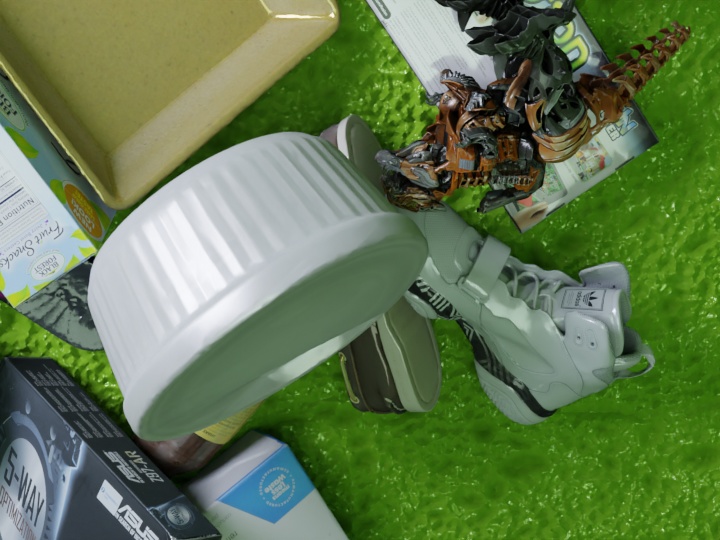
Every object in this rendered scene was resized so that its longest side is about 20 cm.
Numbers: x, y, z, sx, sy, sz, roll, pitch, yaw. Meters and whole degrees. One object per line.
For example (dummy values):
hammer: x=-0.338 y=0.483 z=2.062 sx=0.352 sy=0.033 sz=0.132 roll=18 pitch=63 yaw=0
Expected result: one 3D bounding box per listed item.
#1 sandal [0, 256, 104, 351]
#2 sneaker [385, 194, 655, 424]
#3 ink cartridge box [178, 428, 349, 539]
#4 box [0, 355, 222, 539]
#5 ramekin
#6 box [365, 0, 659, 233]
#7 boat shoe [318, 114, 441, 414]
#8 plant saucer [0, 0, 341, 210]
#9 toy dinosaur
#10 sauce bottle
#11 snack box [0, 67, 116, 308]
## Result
sandal: x=-0.240 y=-0.010 z=0.938 sx=0.199 sy=0.048 sz=0.076 roll=27 pitch=106 yaw=-12
sneaker: x=0.104 y=0.010 z=0.925 sx=0.114 sy=0.075 sz=0.200 roll=-21 pitch=117 yaw=36
ink cartridge box: x=-0.054 y=0.227 z=0.995 sx=0.116 sy=0.068 sz=0.201 roll=-38 pitch=109 yaw=-18
box: x=-0.196 y=0.178 z=0.941 sx=0.200 sy=0.043 sz=0.161 roll=39 pitch=110 yaw=32
ramekin: x=-0.066 y=0.005 z=0.829 sx=0.202 sy=0.202 sz=0.095 roll=-37 pitch=75 yaw=10
box: x=0.094 y=-0.135 z=0.917 sx=0.110 sy=0.035 sz=0.201 roll=-33 pitch=107 yaw=8
boat shoe: x=0.000 y=0.000 z=0.943 sx=0.059 sy=0.072 sz=0.202 roll=-8 pitch=105 yaw=29
plant saucer: x=-0.139 y=-0.171 z=0.854 sx=0.200 sy=0.048 sz=0.201 roll=-43 pitch=107 yaw=-21
toy dinosaur: x=0.100 y=-0.109 z=0.874 sx=0.199 sy=0.102 sz=0.137 roll=-35 pitch=125 yaw=-20
sauce bottle: x=-0.108 y=0.090 z=0.969 sx=0.065 sy=0.065 sz=0.200 roll=39 pitch=101 yaw=-14
snack box: x=-0.225 y=-0.099 z=0.845 sx=0.067 sy=0.169 sz=0.201 roll=-33 pitch=106 yaw=10
